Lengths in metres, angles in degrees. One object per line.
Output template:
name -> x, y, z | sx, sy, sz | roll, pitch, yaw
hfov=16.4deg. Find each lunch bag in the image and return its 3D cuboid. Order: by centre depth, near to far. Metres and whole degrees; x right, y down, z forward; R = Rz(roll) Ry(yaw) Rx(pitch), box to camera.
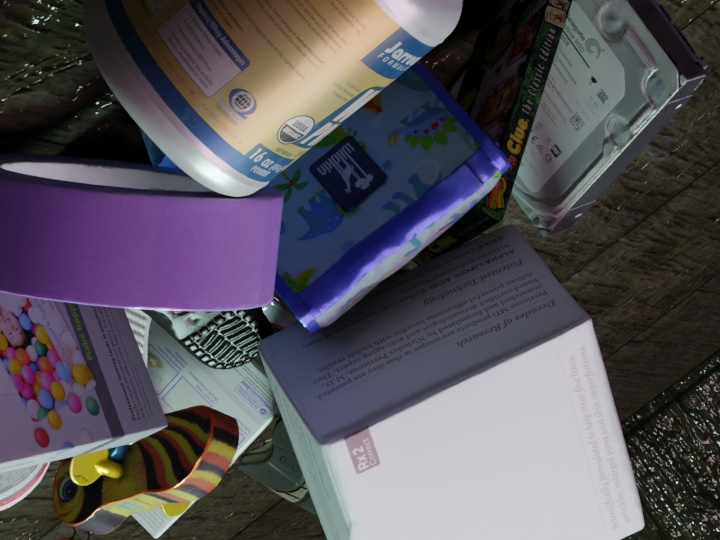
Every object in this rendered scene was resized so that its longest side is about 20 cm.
lunch bag -> -0.003, -0.050, 1.627 | 0.170, 0.128, 0.200 | -40, -155, -1

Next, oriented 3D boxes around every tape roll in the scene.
tape roll -> -0.146, -0.024, 1.442 | 0.199, 0.066, 0.200 | 5, -173, -1

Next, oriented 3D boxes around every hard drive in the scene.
hard drive -> 0.155, -0.135, 1.820 | 0.038, 0.140, 0.200 | -20, 160, -42

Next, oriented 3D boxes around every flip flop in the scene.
flip flop -> -0.037, 0.128, 1.829 | 0.058, 0.081, 0.200 | -60, 179, -25

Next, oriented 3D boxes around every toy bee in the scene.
toy bee -> -0.176, 0.156, 1.813 | 0.130, 0.109, 0.200 | 16, 162, -32

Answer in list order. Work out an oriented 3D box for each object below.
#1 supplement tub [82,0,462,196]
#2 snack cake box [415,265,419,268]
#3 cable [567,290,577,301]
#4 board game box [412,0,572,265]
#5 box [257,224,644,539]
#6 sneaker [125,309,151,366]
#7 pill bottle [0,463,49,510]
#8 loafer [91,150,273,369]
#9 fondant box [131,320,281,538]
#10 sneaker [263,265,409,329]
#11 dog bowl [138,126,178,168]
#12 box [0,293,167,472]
supplement tub -> -0.036, -0.152, 1.360 | 0.200, 0.145, 0.145 | -38, 164, 15
snack cake box -> 0.027, 0.073, 1.849 | 0.115, 0.067, 0.200 | -46, 173, -21
cable -> 0.098, 0.073, 1.851 | 0.200, 0.051, 0.163 | -39, 164, -38
board game box -> 0.090, -0.104, 1.737 | 0.105, 0.023, 0.201 | -36, -150, 55
box -> 0.062, 0.112, 1.676 | 0.199, 0.131, 0.200 | -24, 128, -9
sneaker -> -0.187, 0.014, 1.711 | 0.074, 0.082, 0.201 | -22, 137, -44
pill bottle -> -0.265, 0.088, 1.676 | 0.110, 0.111, 0.200 | -30, 165, -14
loafer -> -0.131, -0.013, 1.635 | 0.073, 0.071, 0.200 | -28, 132, 9
fondant box -> -0.141, 0.087, 1.857 | 0.200, 0.144, 0.058 | -46, 178, 37
sneaker -> 0.000, 0.000, 1.833 | 0.112, 0.071, 0.200 | -32, 162, 20
dog bowl -> -0.070, -0.131, 1.538 | 0.111, 0.050, 0.200 | -19, 159, -44
box -> -0.218, 0.045, 1.555 | 0.041, 0.157, 0.200 | -27, 170, 32
